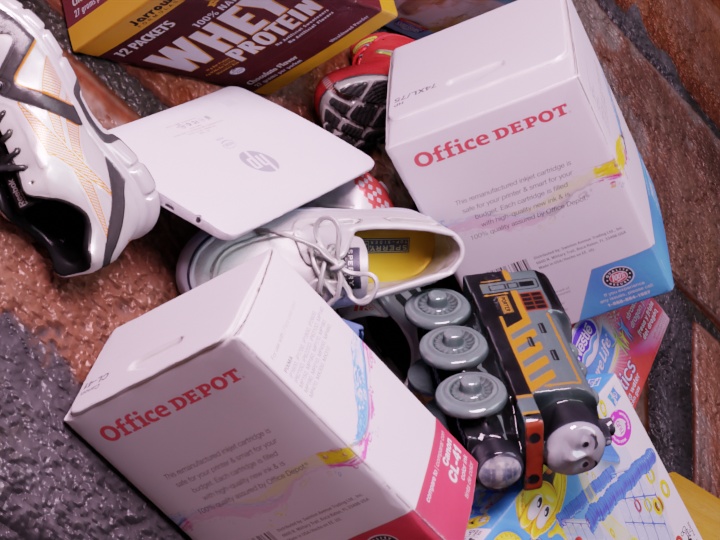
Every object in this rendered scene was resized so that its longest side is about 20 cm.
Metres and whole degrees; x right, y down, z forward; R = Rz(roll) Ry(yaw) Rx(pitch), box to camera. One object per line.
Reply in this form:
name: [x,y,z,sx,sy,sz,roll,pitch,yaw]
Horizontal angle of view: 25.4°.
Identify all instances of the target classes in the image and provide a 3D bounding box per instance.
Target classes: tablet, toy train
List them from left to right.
tablet: [-0.087,-0.078,1.076,0.130,0.014,0.200,29,29,18]
toy train: [0.096,0.070,1.072,0.200,0.114,0.085,-108,-168,-58]

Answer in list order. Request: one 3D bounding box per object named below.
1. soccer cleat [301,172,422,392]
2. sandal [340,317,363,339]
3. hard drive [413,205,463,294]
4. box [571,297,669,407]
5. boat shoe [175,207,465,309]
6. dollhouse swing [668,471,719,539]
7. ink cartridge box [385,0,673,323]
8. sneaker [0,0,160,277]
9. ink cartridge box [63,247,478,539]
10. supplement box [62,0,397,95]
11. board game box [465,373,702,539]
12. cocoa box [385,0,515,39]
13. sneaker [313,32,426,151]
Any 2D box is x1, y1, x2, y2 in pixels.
soccer cleat: [0.000,0.000,1.160,0.200,0.069,0.085,63,29,-8]
sandal: [0.000,0.104,1.071,0.200,0.087,0.080,48,34,-24]
hard drive: [0.122,-0.008,1.359,0.200,0.033,0.140,47,37,-22]
box: [0.151,0.085,1.242,0.095,0.100,0.200,49,48,-21]
boat shoe: [-0.017,-0.003,1.062,0.202,0.086,0.075,-4,100,-30]
dollhouse swing: [0.246,0.290,1.323,0.182,0.176,0.200,31,19,31]
ink cartridge box: [0.125,-0.077,1.192,0.146,0.147,0.200,-86,151,-53]
sneaker: [-0.199,-0.083,0.941,0.200,0.074,0.080,50,39,-17]
ink cartridge box: [-0.049,0.102,0.949,0.200,0.148,0.086,49,36,-22]
supplement box: [-0.106,-0.252,1.126,0.200,0.133,0.197,6,63,-52]
board game box: [0.150,0.208,1.098,0.196,0.056,0.200,-45,113,-39]
cocoa box: [0.050,-0.292,1.366,0.200,0.133,0.131,13,59,-49]
sneaker: [0.014,-0.153,1.298,0.085,0.077,0.200,49,29,15]
